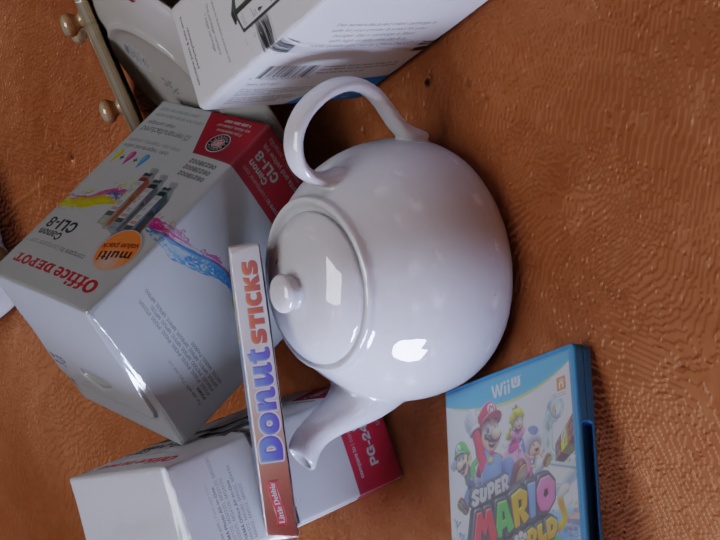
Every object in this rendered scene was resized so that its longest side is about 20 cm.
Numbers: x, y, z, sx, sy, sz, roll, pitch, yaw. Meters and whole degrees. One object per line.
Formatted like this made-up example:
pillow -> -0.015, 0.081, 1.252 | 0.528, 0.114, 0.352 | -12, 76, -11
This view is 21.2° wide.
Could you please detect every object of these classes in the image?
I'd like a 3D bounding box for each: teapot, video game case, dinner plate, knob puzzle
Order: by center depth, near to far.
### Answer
video game case -> 0.108, 0.163, 1.287 | 0.143, 0.018, 0.201 | -27, 59, 52
teapot -> 0.000, 0.000, 1.334 | 0.198, 0.145, 0.201 | -51, 58, 44
dinner plate -> -0.137, -0.146, 1.476 | 0.200, 0.024, 0.200 | 39, 164, 13
knob puzzle -> -0.210, -0.160, 1.572 | 0.220, 0.030, 0.221 | 157, 90, -87

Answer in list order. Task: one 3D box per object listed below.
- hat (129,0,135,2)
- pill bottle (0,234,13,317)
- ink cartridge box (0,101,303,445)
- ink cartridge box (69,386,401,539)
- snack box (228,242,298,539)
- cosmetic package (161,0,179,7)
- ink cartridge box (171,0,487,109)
hat -> -0.182, -0.284, 1.465 | 0.176, 0.200, 0.166 | 37, 158, 6
pill bottle -> -0.416, -0.046, 1.881 | 0.114, 0.114, 0.201 | -41, 66, 48
ink cartridge box -> -0.140, -0.001, 1.435 | 0.145, 0.200, 0.145 | 17, 148, 48
ink cartridge box -> -0.095, 0.157, 1.438 | 0.145, 0.199, 0.084 | -14, 94, 52
snack box -> -0.068, 0.083, 1.331 | 0.072, 0.024, 0.201 | 143, 120, -85
cosmetic package -> -0.088, -0.263, 1.424 | 0.200, 0.103, 0.074 | -28, 74, 50
ink cartridge box -> -0.014, -0.190, 1.309 | 0.200, 0.145, 0.085 | -33, 70, 49
